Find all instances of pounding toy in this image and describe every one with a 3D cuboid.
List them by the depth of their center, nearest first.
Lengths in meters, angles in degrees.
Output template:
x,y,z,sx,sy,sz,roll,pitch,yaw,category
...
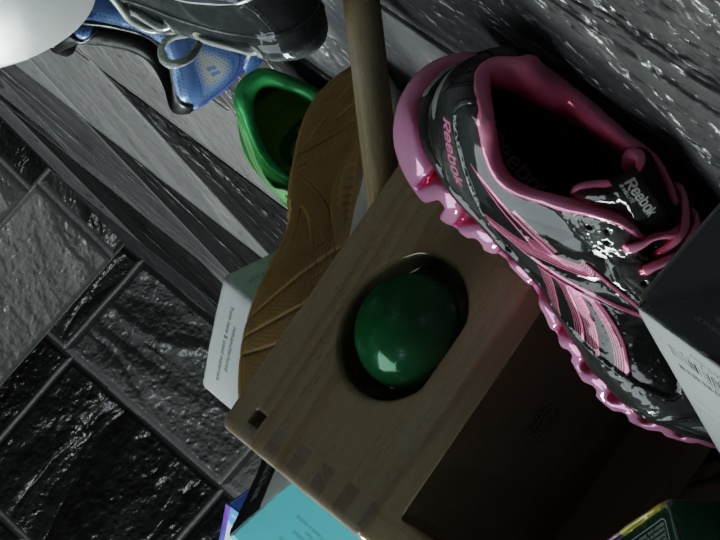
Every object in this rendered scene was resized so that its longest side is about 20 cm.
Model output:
x,y,z,sx,sy,sz,roll,pitch,yaw,category
0.043,0.022,1.112,0.200,0.185,0.142,35,179,-44,pounding toy

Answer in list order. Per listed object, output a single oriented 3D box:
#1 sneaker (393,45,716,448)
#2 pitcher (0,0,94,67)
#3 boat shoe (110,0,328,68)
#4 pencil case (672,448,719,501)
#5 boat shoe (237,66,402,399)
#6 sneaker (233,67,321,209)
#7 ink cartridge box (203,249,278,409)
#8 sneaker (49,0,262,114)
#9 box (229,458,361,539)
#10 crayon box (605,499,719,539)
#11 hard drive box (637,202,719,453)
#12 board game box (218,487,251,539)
x,y,z,sx,sy,sz,roll,pitch,yaw,category
0.099,-0.010,0.977,0.200,0.079,0.095,41,163,-3,sneaker
-0.181,-0.197,1.092,0.172,0.121,0.201,-120,11,-58,pitcher
-0.075,-0.131,1.158,0.199,0.074,0.068,18,143,53,boat shoe
0.190,0.120,1.225,0.200,0.089,0.078,50,-145,-71,pencil case
0.000,0.000,1.203,0.069,0.201,0.071,32,146,-28,boat shoe
0.001,-0.033,1.376,0.200,0.074,0.084,39,178,23,sneaker
0.038,0.062,1.433,0.200,0.145,0.083,38,134,28,ink cartridge box
-0.135,-0.154,1.292,0.200,0.089,0.079,42,173,-2,sneaker
0.025,0.068,1.288,0.049,0.200,0.082,42,-153,-10,box
0.138,0.163,1.083,0.172,0.200,0.059,7,-123,-32,crayon box
0.187,0.062,0.852,0.156,0.077,0.200,39,173,27,hard drive box
0.039,0.135,1.448,0.134,0.200,0.045,36,134,26,board game box
